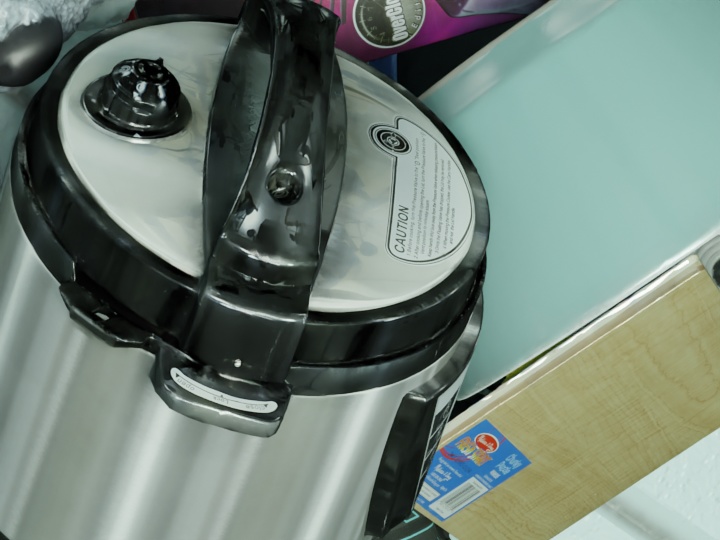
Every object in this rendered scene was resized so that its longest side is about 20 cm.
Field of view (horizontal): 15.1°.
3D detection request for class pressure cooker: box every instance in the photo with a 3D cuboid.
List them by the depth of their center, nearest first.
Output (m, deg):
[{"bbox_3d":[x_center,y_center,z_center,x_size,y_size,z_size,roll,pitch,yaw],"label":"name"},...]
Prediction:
[{"bbox_3d":[-0.049,0.008,0.953,0.178,0.176,0.201,-17,141,-40],"label":"pressure cooker"}]

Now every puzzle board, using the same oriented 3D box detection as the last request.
[{"bbox_3d":[0.094,0.062,1.130,0.150,0.017,0.200,-34,157,6],"label":"puzzle board"}]

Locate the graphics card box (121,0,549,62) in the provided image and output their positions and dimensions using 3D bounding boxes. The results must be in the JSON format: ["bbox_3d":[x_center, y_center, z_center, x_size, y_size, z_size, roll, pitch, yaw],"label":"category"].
[{"bbox_3d":[-0.005,-0.148,1.083,0.199,0.051,0.126,-16,113,-6],"label":"graphics card box"}]

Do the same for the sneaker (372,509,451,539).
[{"bbox_3d":[0.016,0.118,1.158,0.200,0.075,0.080,33,72,-61],"label":"sneaker"}]

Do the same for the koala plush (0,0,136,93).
[{"bbox_3d":[-0.171,-0.101,0.969,0.199,0.184,0.178,-35,144,-12],"label":"koala plush"}]

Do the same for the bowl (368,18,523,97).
[{"bbox_3d":[0.094,-0.109,1.193,0.199,0.039,0.202,-11,116,-23],"label":"bowl"}]

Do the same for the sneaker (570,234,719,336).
[{"bbox_3d":[0.121,0.021,1.221,0.199,0.074,0.112,-13,156,2],"label":"sneaker"}]

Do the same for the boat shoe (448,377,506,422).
[{"bbox_3d":[0.000,0.000,1.105,0.063,0.073,0.200,-32,117,20],"label":"boat shoe"}]

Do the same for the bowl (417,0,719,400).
[{"bbox_3d":[0.090,-0.049,1.041,0.200,0.201,0.105,-35,90,-11],"label":"bowl"}]
